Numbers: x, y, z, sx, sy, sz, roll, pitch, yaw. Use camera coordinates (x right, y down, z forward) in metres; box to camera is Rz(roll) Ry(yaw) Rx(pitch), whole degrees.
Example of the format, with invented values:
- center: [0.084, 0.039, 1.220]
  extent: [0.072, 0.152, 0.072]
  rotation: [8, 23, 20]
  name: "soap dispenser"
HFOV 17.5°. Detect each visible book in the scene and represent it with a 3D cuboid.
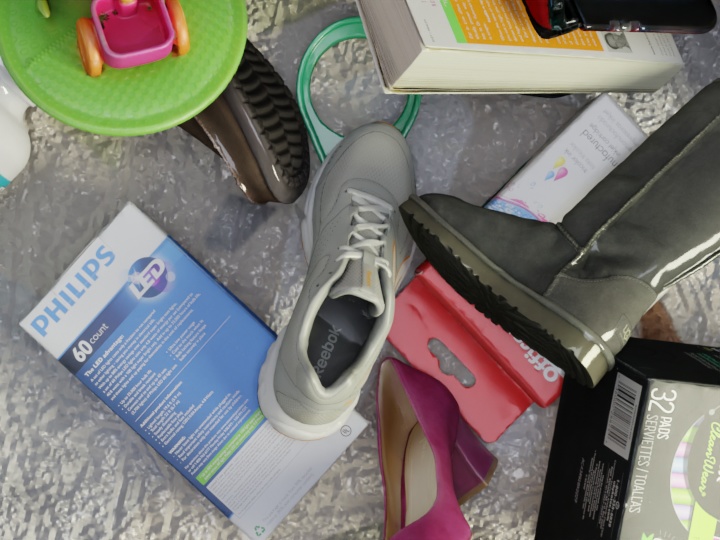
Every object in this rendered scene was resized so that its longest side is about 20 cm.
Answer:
- center: [0.087, -0.172, 1.382]
  extent: [0.199, 0.048, 0.135]
  rotation: [-2, 62, -34]
  name: "book"

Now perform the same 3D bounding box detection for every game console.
- center: [0.122, -0.244, 1.352]
  extent: [0.118, 0.173, 0.201]
  rotation: [-19, 61, -4]
  name: "game console"

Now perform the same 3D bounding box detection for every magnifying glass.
- center: [-0.003, -0.057, 1.460]
  extent: [0.079, 0.022, 0.202]
  rotation: [2, 88, -2]
  name: "magnifying glass"

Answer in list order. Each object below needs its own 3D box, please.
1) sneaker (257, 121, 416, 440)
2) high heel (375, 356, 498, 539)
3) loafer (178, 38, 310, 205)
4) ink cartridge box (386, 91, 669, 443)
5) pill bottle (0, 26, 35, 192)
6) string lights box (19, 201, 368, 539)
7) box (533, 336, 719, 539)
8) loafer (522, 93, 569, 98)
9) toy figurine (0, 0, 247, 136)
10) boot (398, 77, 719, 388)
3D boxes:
- center: [0.000, 0.000, 1.388]
  extent: [0.075, 0.092, 0.202]
  rotation: [17, 71, -12]
  name: "sneaker"
- center: [0.023, 0.125, 1.380]
  extent: [0.096, 0.200, 0.067]
  rotation: [46, 123, -7]
  name: "high heel"
- center: [-0.101, -0.120, 1.438]
  extent: [0.071, 0.073, 0.201]
  rotation: [-35, 81, 23]
  name: "loafer"
- center: [0.115, 0.002, 1.439]
  extent: [0.200, 0.067, 0.116]
  rotation: [-45, 91, -1]
  name: "ink cartridge box"
- center: [-0.275, -0.066, 1.405]
  extent: [0.111, 0.111, 0.200]
  rotation: [44, 89, -1]
  name: "pill bottle"
- center: [-0.102, 0.062, 1.436]
  extent: [0.200, 0.059, 0.103]
  rotation: [43, 88, -1]
  name: "string lights box"
- center: [0.223, 0.128, 1.384]
  extent: [0.198, 0.124, 0.150]
  rotation: [7, 100, -18]
  name: "box"
- center: [0.056, -0.168, 1.434]
  extent: [0.199, 0.072, 0.073]
  rotation: [28, 88, -2]
  name: "loafer"
- center: [-0.140, -0.204, 1.306]
  extent: [0.149, 0.184, 0.201]
  rotation: [-14, 70, -12]
  name: "toy figurine"
- center: [0.146, -0.045, 1.367]
  extent: [0.181, 0.073, 0.200]
  rotation: [38, 78, 25]
  name: "boot"
